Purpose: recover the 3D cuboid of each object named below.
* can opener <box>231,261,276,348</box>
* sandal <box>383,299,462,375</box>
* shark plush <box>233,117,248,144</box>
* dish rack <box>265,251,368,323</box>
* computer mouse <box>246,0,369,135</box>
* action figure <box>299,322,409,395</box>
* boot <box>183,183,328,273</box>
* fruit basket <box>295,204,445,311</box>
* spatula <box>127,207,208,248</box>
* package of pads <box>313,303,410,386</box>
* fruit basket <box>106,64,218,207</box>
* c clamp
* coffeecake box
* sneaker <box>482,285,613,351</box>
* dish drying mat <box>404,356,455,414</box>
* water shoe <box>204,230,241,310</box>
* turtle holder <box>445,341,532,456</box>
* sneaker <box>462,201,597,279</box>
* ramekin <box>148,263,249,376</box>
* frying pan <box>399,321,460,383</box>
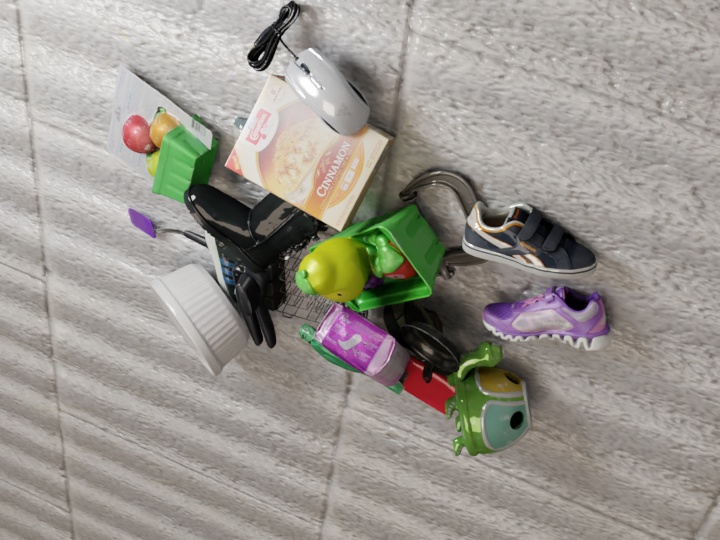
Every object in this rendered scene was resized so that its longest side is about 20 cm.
[{"bbox_3d":[-0.184,0.062,1.853,0.063,0.079,0.200,22,145,24],"label":"can opener"},{"bbox_3d":[0.105,0.100,1.796,0.080,0.058,0.201,-16,132,31],"label":"sandal"},{"bbox_3d":[-0.107,-0.189,1.667,0.199,0.091,0.084,8,100,30],"label":"shark plush"},{"bbox_3d":[-0.076,0.026,1.835,0.199,0.055,0.154,15,134,16],"label":"dish rack"},{"bbox_3d":[-0.066,-0.275,1.532,0.200,0.044,0.110,45,97,3],"label":"computer mouse"},{"bbox_3d":[-0.015,0.146,1.856,0.199,0.055,0.118,27,167,-3],"label":"action figure"},{"bbox_3d":[-0.161,-0.096,1.722,0.162,0.073,0.198,-33,112,29],"label":"boot"},{"bbox_3d":[0.000,0.000,1.646,0.215,0.216,0.156,-22,112,40],"label":"fruit basket"},{"bbox_3d":[-0.327,-0.067,1.919,0.199,0.021,0.057,16,145,14],"label":"spatula"},{"bbox_3d":[0.008,0.120,1.711,0.120,0.076,0.200,31,176,14],"label":"package of pads"},{"bbox_3d":[-0.326,-0.214,1.769,0.200,0.094,0.186,40,137,17],"label":"fruit basket"},{"bbox_3d":[0.119,-0.065,1.666,0.170,0.027,0.201,-2,125,31],"label":"c clamp"},{"bbox_3d":[-0.074,-0.175,1.603,0.199,0.073,0.154,29,102,5],"label":"coffeecake box"},{"bbox_3d":[0.284,0.061,1.648,0.199,0.081,0.089,5,122,20],"label":"sneaker"},{"bbox_3d":[0.080,0.176,1.895,0.200,0.018,0.077,32,134,4],"label":"dish drying mat"},{"bbox_3d":[-0.204,-0.011,1.862,0.079,0.072,0.201,-2,125,28],"label":"water shoe"},{"bbox_3d":[0.210,0.209,1.784,0.131,0.141,0.186,-8,86,11],"label":"turtle holder"},{"bbox_3d":[0.248,-0.046,1.573,0.199,0.079,0.080,13,123,12],"label":"sneaker"},{"bbox_3d":[-0.278,0.079,1.911,0.203,0.094,0.202,51,167,17],"label":"ramekin"},{"bbox_3d":[0.126,0.142,1.746,0.115,0.031,0.190,23,156,37],"label":"frying pan"}]
